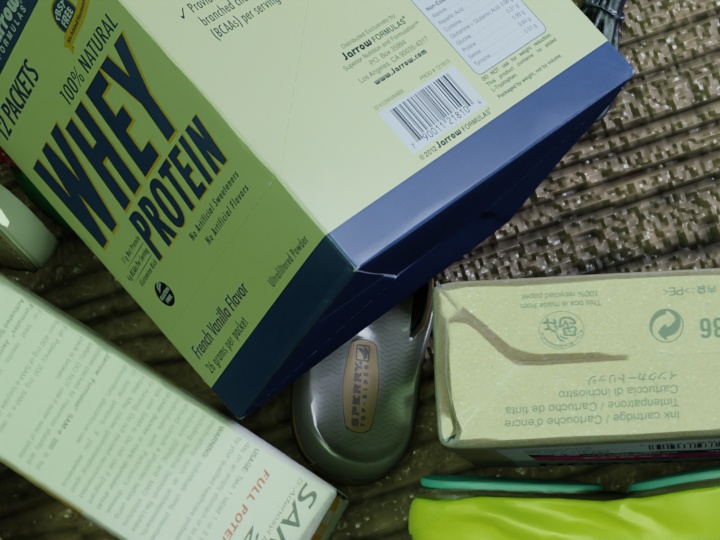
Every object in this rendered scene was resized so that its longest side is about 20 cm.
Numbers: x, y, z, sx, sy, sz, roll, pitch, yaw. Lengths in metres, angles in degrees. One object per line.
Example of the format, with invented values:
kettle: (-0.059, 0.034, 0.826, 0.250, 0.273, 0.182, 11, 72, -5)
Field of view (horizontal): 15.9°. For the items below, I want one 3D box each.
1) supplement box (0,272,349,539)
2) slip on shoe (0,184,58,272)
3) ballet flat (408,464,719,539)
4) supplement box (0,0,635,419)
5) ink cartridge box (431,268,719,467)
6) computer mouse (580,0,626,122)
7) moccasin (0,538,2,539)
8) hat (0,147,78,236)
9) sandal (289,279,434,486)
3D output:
supplement box: (-0.108, 0.081, 1.192, 0.200, 0.126, 0.074, 32, 86, 7)
slip on shoe: (-0.232, -0.031, 1.238, 0.200, 0.076, 0.061, 24, 72, 26)
ballet flat: (0.121, 0.124, 1.196, 0.199, 0.067, 0.067, -4, 86, 14)
supplement box: (-0.030, -0.085, 1.136, 0.200, 0.134, 0.200, 48, 51, 8)
ink cartridge box: (0.138, 0.045, 1.154, 0.199, 0.165, 0.075, -3, 81, 8)
computer mouse: (0.044, -0.159, 1.266, 0.199, 0.046, 0.141, 19, 84, 11)
moccasin: (-0.197, 0.107, 1.121, 0.073, 0.078, 0.202, -1, 37, -28)
hat: (-0.159, -0.043, 1.271, 0.176, 0.165, 0.201, -31, 56, 35)
sandal: (0.000, 0.000, 1.225, 0.081, 0.055, 0.201, 7, 76, -13)
